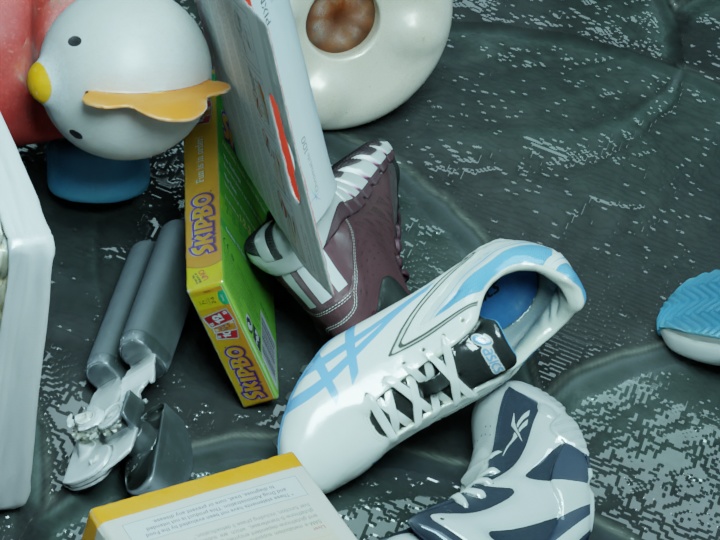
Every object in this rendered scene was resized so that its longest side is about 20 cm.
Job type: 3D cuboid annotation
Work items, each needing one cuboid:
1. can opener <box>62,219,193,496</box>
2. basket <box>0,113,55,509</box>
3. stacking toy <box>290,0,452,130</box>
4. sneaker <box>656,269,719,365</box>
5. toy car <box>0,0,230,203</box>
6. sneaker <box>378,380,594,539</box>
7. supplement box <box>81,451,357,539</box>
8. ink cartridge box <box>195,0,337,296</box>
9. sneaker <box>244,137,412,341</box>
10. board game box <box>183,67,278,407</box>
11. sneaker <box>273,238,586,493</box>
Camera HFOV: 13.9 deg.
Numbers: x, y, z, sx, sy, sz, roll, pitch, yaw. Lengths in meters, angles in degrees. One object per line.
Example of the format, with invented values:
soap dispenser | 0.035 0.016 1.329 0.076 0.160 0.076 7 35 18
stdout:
can opener | -0.118 0.054 1.616 0.066 0.053 0.200 43 34 -26
basket | -0.236 0.021 1.490 0.123 0.200 0.136 -10 47 -21
stacking toy | -0.038 -0.188 1.878 0.146 0.146 0.200 1 24 -20
sneaker | 0.273 0.049 1.746 0.200 0.081 0.077 6 39 16
toy car | -0.157 -0.111 1.618 0.177 0.185 0.200 -7 18 -28
sneaker | 0.052 0.132 1.558 0.129 0.080 0.199 11 50 -22
supplement box | -0.041 0.195 1.458 0.126 0.074 0.200 -13 49 -32
ink cartridge box | -0.041 -0.099 1.565 0.047 0.160 0.200 -19 28 -10
sneaker | 0.000 0.000 1.710 0.116 0.076 0.200 56 22 -6
board game box | -0.074 -0.026 1.679 0.030 0.096 0.200 -13 42 11
sneaker | 0.037 0.051 1.605 0.200 0.072 0.072 -38 23 -17
